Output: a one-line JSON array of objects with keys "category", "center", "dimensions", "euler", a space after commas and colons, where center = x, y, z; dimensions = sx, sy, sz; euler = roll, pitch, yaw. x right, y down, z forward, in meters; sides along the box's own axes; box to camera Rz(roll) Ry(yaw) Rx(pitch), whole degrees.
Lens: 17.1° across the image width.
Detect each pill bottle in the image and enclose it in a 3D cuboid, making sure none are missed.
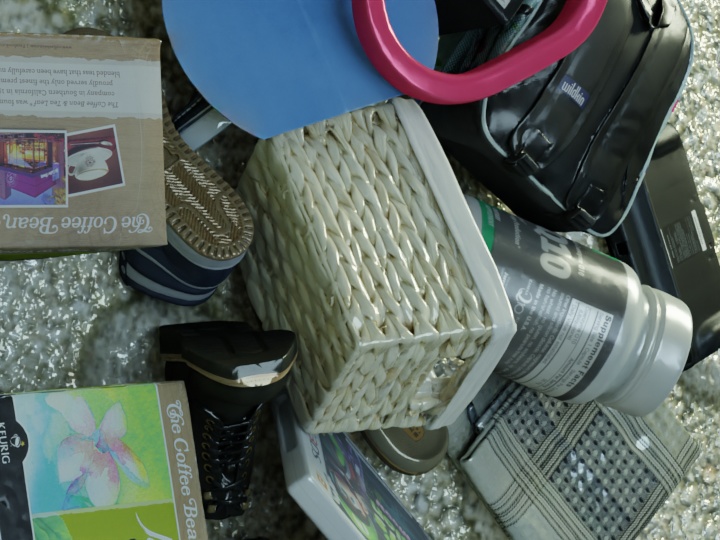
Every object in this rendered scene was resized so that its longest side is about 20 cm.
[{"category": "pill bottle", "center": [0.136, 0.030, 1.764], "dimensions": [0.199, 0.113, 0.114], "euler": [23, 77, -19]}]

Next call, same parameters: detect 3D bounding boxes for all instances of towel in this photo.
[{"category": "towel", "center": [0.165, 0.131, 1.848], "dimensions": [0.193, 0.034, 0.200], "euler": [-45, 112, -25]}]

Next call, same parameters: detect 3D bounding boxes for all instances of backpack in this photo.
[{"category": "backpack", "center": [0.147, -0.144, 1.772], "dimensions": [0.177, 0.150, 0.200], "euler": [38, 77, -34]}]

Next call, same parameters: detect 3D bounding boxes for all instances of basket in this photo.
[{"category": "basket", "center": [0.000, 0.000, 1.636], "dimensions": [0.123, 0.136, 0.201], "euler": [-8, 59, -26]}]

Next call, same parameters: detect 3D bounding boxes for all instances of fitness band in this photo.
[{"category": "fitness band", "center": [0.084, -0.197, 1.637], "dimensions": [0.200, 0.037, 0.144], "euler": [-29, 106, -24]}]

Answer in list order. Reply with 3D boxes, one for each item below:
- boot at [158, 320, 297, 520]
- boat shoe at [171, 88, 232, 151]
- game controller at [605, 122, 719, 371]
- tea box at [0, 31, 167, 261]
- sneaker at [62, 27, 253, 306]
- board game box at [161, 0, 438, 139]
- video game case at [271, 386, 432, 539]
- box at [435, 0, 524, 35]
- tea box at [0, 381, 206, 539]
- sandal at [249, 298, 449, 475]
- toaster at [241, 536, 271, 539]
[{"category": "boot", "center": [-0.083, 0.109, 1.589], "dimensions": [0.077, 0.200, 0.139], "euler": [-4, 94, -12]}, {"category": "boat shoe", "center": [-0.083, -0.172, 1.678], "dimensions": [0.091, 0.071, 0.200], "euler": [46, 67, -7]}, {"category": "game controller", "center": [0.241, -0.019, 1.905], "dimensions": [0.104, 0.042, 0.201], "euler": [-29, 106, -45]}, {"category": "tea box", "center": [-0.251, -0.073, 1.481], "dimensions": [0.199, 0.196, 0.134], "euler": [-1, 90, -34]}, {"category": "sneaker", "center": [-0.154, -0.064, 1.630], "dimensions": [0.070, 0.109, 0.200], "euler": [-30, 75, -27]}, {"category": "board game box", "center": [-0.047, -0.172, 1.635], "dimensions": [0.199, 0.039, 0.159], "euler": [-20, 81, -27]}, {"category": "video game case", "center": [0.007, 0.176, 1.668], "dimensions": [0.023, 0.182, 0.200], "euler": [-35, 112, 8]}, {"category": "box", "center": [0.095, -0.268, 1.747], "dimensions": [0.079, 0.141, 0.200], "euler": [44, 67, -21]}, {"category": "tea box", "center": [-0.209, 0.183, 1.514], "dimensions": [0.196, 0.133, 0.201], "euler": [-4, 80, -35]}, {"category": "sandal", "center": [0.003, 0.061, 1.721], "dimensions": [0.200, 0.054, 0.080], "euler": [51, 57, -10]}, {"category": "toaster", "center": [-0.056, 0.254, 1.617], "dimensions": [0.113, 0.200, 0.130], "euler": [9, 88, 10]}]
